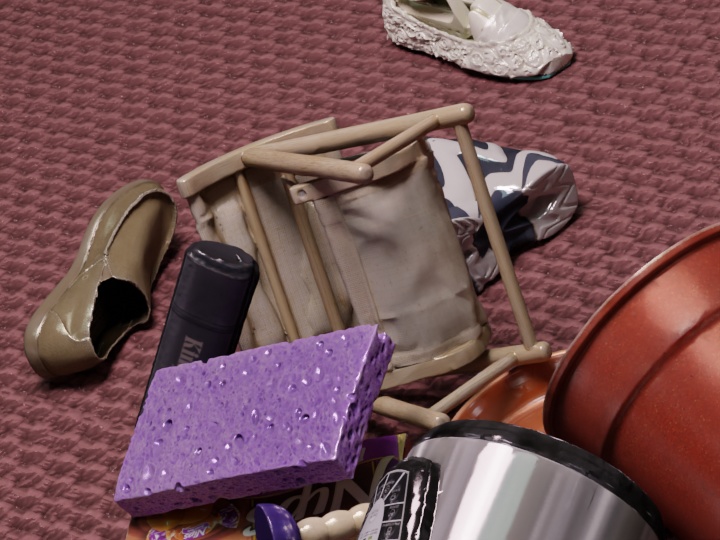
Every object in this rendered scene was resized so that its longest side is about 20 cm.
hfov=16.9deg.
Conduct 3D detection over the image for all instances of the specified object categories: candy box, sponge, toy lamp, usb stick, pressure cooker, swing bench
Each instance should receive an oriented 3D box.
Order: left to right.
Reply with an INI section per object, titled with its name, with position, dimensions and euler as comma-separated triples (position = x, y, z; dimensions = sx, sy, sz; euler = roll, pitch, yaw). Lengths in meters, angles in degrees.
[usb stick]
position = -0.119, 0.060, 1.741
dimensions = 0.055, 0.200, 0.033
euler = 18, 39, -3
[sponge]
position = -0.074, 0.103, 1.648
dimensions = 0.200, 0.030, 0.112
euler = -13, 45, 35
[candy box]
position = -0.060, 0.183, 1.669
dimensions = 0.200, 0.057, 0.117
euler = -10, 38, 16
[swing bench]
position = 0.000, 0.000, 1.724
dimensions = 0.200, 0.199, 0.130
euler = -2, 22, 46
[toy lamp]
position = 0.032, 0.155, 1.580
dimensions = 0.200, 0.058, 0.058
euler = -10, 33, -16
[pressure cooker]
position = 0.078, 0.211, 1.453
dimensions = 0.178, 0.176, 0.200
euler = 9, 61, 31

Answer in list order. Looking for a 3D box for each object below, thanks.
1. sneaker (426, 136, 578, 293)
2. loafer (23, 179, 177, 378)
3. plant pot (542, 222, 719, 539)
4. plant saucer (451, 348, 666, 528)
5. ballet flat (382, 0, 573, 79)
[sneaker]
position = 0.057, -0.044, 1.890
dimensions = 0.199, 0.080, 0.130
euler = -36, 38, -21
[loafer]
position = -0.195, 0.010, 1.949
dimensions = 0.067, 0.076, 0.200
euler = 7, 54, 31
[plant pot]
position = 0.250, 0.105, 1.499
dimensions = 0.201, 0.201, 0.195
euler = -32, 59, -16
[plant saucer]
position = 0.151, 0.128, 1.661
dimensions = 0.200, 0.032, 0.200
euler = -14, 36, 10
[ballet flat]
position = 0.092, -0.214, 2.107
dimensions = 0.200, 0.072, 0.072
euler = 17, 49, 39
